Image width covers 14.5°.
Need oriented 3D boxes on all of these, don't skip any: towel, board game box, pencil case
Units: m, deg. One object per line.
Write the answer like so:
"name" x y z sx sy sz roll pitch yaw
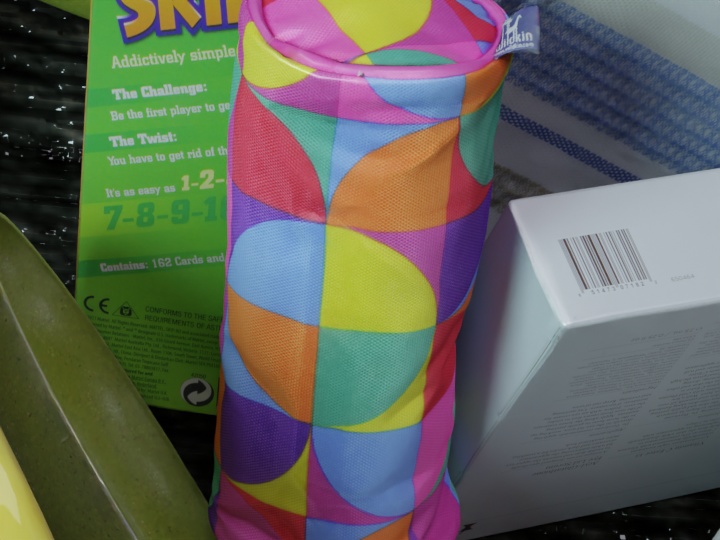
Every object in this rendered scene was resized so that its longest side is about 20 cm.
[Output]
"towel" 0.077 -0.046 0.914 0.146 0.200 0.024 25 41 -27
"board game box" -0.039 -0.043 0.885 0.095 0.201 0.030 8 33 1
"pencil case" 0.000 0.000 0.846 0.088 0.201 0.089 6 32 -4

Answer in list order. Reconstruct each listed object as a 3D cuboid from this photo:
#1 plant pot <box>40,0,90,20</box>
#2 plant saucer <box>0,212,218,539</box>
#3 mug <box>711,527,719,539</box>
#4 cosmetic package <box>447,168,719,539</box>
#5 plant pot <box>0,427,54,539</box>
"plant pot" -0.148 -0.191 0.935 0.199 0.188 0.188 13 54 -1
"plant saucer" -0.070 0.074 0.828 0.031 0.200 0.201 -31 69 0
"mug" 0.191 0.105 0.878 0.177 0.200 0.134 16 53 -10
"cosmetic package" 0.117 0.023 0.936 0.199 0.151 0.052 -9 60 -26
"plant pot" -0.179 0.109 0.755 0.188 0.201 0.201 -26 69 -15
